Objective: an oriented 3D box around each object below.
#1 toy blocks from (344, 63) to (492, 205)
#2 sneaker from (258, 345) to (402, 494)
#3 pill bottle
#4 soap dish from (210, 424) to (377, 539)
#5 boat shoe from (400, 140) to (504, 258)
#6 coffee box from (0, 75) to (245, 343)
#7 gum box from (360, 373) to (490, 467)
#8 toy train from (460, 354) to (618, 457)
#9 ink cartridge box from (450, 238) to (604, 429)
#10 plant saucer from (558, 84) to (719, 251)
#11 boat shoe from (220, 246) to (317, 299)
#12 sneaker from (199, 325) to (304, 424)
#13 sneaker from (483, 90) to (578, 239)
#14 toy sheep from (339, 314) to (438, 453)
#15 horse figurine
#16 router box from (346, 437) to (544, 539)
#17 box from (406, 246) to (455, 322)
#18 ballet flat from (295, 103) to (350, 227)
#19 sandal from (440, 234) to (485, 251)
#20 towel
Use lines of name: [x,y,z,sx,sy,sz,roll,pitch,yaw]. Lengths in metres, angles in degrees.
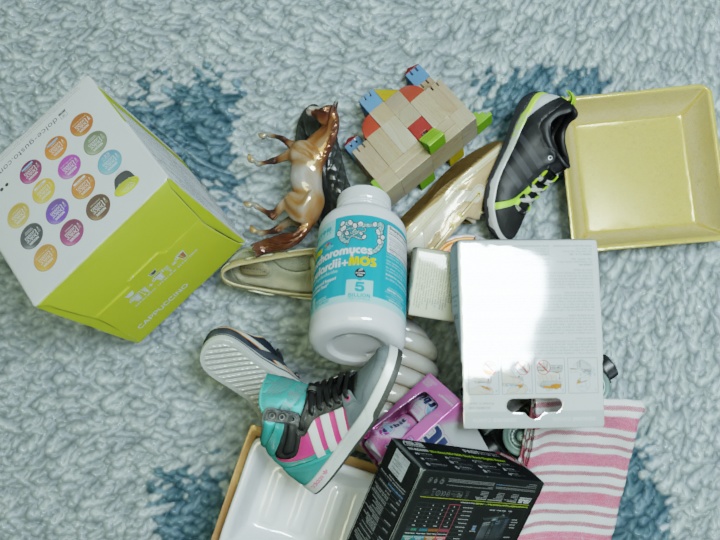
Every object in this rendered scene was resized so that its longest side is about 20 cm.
toy blocks: [0.054,-0.189,0.921,0.199,0.100,0.137,-39,71,-1]
sneaker: [-0.048,0.140,0.762,0.120,0.084,0.201,32,109,-5]
pill bottle: [0.000,0.000,0.814,0.109,0.111,0.203,0,56,4]
soap dish: [-0.068,0.291,0.853,0.197,0.081,0.160,20,85,-10]
boat shoe: [0.126,-0.087,0.911,0.200,0.074,0.069,-43,105,-9]
coffee box: [-0.299,-0.064,0.849,0.199,0.200,0.198,-43,66,0]
gum box: [0.088,0.225,0.809,0.113,0.066,0.201,-39,126,-11]
toy train: [0.220,0.150,0.870,0.199,0.085,0.115,-35,73,0]
ink cartridge box: [0.182,0.068,0.766,0.157,0.047,0.204,0,84,-3]
plant saucer: [0.358,-0.128,0.904,0.196,0.048,0.204,-4,83,3]
boat shoe: [-0.080,0.004,0.905,0.197,0.063,0.075,6,105,6]
sneaker: [-0.120,0.143,0.901,0.078,0.080,0.200,-41,107,6]
sneaker: [0.218,-0.129,0.877,0.082,0.071,0.204,21,101,39]
toy sheep: [0.033,0.126,0.862,0.136,0.138,0.203,16,78,6]
horse figurine: [-0.089,-0.112,0.902,0.130,0.050,0.204,1,80,23]
router box: [0.090,0.270,0.747,0.198,0.062,0.152,18,99,-36]
box: [0.154,0.025,0.832,0.196,0.068,0.084,10,92,-2]
ballet flat: [-0.044,-0.129,0.942,0.066,0.056,0.204,-21,76,30]
sandal: [0.191,0.007,0.895,0.203,0.059,0.080,20,85,6]
towel: [0.255,0.243,0.827,0.144,0.030,0.204,3,107,-13]
